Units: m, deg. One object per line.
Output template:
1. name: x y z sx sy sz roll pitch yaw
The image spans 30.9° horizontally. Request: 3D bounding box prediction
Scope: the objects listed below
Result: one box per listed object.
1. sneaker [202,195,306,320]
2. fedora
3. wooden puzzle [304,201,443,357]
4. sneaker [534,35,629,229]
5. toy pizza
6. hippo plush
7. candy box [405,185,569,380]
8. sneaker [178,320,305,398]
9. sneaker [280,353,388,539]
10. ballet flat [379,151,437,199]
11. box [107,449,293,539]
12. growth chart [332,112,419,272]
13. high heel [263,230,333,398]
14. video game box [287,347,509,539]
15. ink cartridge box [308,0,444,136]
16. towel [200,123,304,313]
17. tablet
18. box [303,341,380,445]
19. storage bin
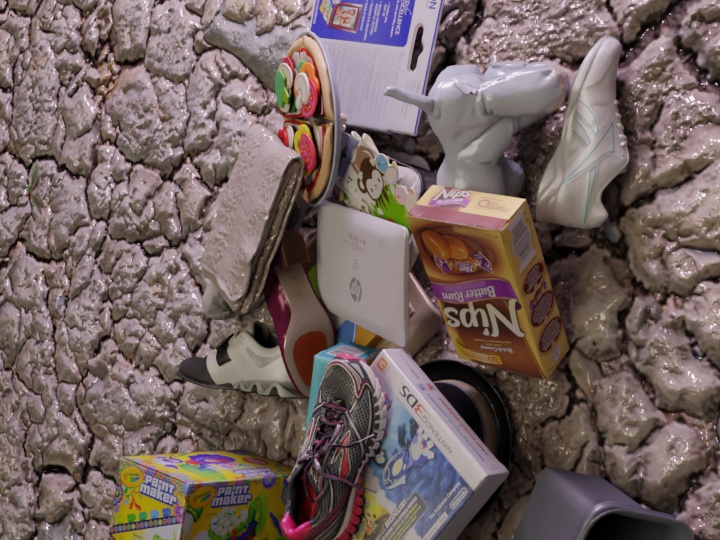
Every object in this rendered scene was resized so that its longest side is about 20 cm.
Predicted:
1. sneaker: -0.143 -0.032 1.625 0.200 0.078 0.099 -58 45 14
2. fedora: 0.066 0.194 1.413 0.200 0.091 0.201 -3 85 39
3. wooden puzzle: -0.014 0.042 1.527 0.185 0.037 0.200 -48 60 25
4. sneaker: 0.240 -0.137 1.325 0.080 0.070 0.201 16 92 13
5. toy pizza: -0.067 -0.172 1.488 0.200 0.032 0.201 176 90 -71
6. hippo plush: 0.138 -0.126 1.342 0.159 0.200 0.161 0 105 23
7. candy box: 0.132 0.014 1.324 0.116 0.056 0.200 12 138 39
8. sneaker: -0.141 0.105 1.601 0.200 0.074 0.089 1 91 36
9. sneaker: -0.028 0.184 1.326 0.080 0.075 0.201 10 92 40
10. ballet flat: 0.022 -0.101 1.488 0.200 0.068 0.068 27 101 37
11. box: -0.184 0.323 1.539 0.122 0.200 0.193 12 94 40
12. growth chart: 0.013 -0.078 1.418 0.200 0.018 0.145 56 151 32
13. high heel: -0.081 0.048 1.531 0.096 0.067 0.201 1 97 65
14. video game box: 0.033 0.214 1.351 0.182 0.047 0.200 50 116 33
15. ink cartridge box: 0.019 -0.262 1.521 0.200 0.047 0.198 15 95 38
16. towel: -0.130 -0.062 1.510 0.133 0.034 0.200 42 116 54
17. tablet: 0.000 0.000 1.434 0.200 0.014 0.131 23 116 60
18. box: -0.026 0.188 1.472 0.049 0.082 0.201 13 103 22
19. storage bin: 0.219 0.295 1.270 0.200 0.145 0.134 -69 25 13
